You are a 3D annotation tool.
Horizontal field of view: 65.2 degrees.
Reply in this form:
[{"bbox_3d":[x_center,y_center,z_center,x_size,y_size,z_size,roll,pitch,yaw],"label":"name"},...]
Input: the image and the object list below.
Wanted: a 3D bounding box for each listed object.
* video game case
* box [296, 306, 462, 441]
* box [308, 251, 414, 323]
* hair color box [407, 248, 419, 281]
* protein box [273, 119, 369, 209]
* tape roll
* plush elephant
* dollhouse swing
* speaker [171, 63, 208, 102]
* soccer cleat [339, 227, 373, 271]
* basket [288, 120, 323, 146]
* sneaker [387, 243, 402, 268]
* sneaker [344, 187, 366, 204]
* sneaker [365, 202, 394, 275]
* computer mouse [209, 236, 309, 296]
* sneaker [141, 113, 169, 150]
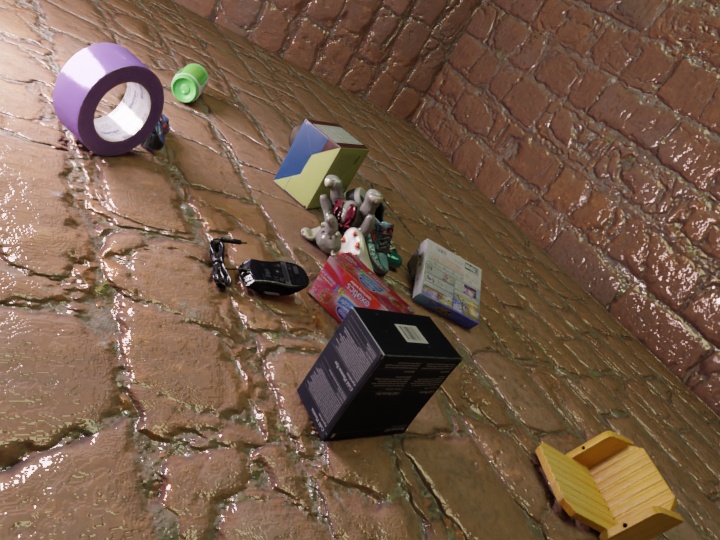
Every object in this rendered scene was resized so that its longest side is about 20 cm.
[{"bbox_3d":[0.239,0.037,1.536,0.197,0.045,0.184,27,51,-19],"label":"video game case"},{"bbox_3d":[0.031,0.168,0.908,0.197,0.184,0.105,11,31,-45],"label":"box"},{"bbox_3d":[0.002,0.065,1.174,0.200,0.101,0.095,43,24,17],"label":"box"},{"bbox_3d":[0.237,0.025,1.634,0.197,0.061,0.101,27,24,-18],"label":"hair color box"},{"bbox_3d":[-0.108,-0.302,1.607,0.134,0.200,0.199,39,23,13],"label":"protein box"},{"bbox_3d":[-0.500,-0.340,1.131,0.085,0.202,0.199,40,23,15],"label":"tape roll"},{"bbox_3d":[-0.056,-0.109,1.386,0.162,0.203,0.155,27,42,17],"label":"plush elephant"},{"bbox_3d":[0.481,0.404,1.115,0.176,0.180,0.201,47,17,-25],"label":"dollhouse swing"},{"bbox_3d":[-0.516,-0.571,1.712,0.087,0.089,0.201,26,24,-18],"label":"speaker"},{"bbox_3d":[0.000,0.000,1.296,0.077,0.068,0.205,22,51,-53],"label":"soccer cleat"},{"bbox_3d":[-0.116,-0.369,1.824,0.178,0.137,0.201,4,41,-44],"label":"basket"},{"bbox_3d":[0.047,-0.091,1.565,0.199,0.081,0.071,41,23,12],"label":"sneaker"},{"bbox_3d":[-0.014,-0.178,1.668,0.200,0.109,0.075,50,43,-55],"label":"sneaker"},{"bbox_3d":[0.047,-0.090,1.477,0.079,0.094,0.205,5,67,-57],"label":"sneaker"},{"bbox_3d":[-0.204,-0.003,1.098,0.196,0.047,0.142,3,41,-33],"label":"computer mouse"},{"bbox_3d":[-0.485,-0.344,1.332,0.077,0.076,0.202,19,29,-40],"label":"sneaker"}]
